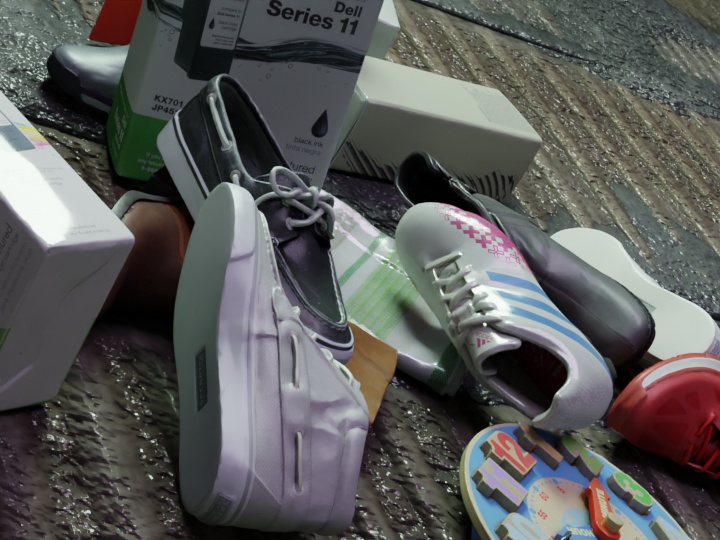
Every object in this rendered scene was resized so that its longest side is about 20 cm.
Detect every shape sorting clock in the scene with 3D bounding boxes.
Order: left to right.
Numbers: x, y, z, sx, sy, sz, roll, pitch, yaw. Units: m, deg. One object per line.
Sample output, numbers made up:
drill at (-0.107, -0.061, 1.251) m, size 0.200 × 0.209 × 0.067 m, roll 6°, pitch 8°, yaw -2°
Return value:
shape sorting clock at (0.146, 0.166, 1.143) m, size 0.199 × 0.039 × 0.200 m, roll 26°, pitch 26°, yaw -13°

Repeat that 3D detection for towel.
towel at (0.000, 0.000, 1.290) m, size 0.199 × 0.031 × 0.149 m, roll 33°, pitch 24°, yaw 3°

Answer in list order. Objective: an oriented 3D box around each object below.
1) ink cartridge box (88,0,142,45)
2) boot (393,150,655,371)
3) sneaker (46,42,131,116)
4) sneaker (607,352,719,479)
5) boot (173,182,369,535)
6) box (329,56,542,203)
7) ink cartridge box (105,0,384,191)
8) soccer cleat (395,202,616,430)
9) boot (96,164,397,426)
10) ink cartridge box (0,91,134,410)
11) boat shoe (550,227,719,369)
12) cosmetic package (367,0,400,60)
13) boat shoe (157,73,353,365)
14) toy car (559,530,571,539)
ink cartridge box at (-0.086, -0.212, 1.424) m, size 0.199 × 0.161 × 0.047 m, roll 8°, pitch 32°, yaw -41°
boot at (0.111, -0.003, 1.344) m, size 0.200 × 0.070 × 0.132 m, roll 35°, pitch 3°, yaw 34°
sneaker at (-0.128, -0.151, 1.349) m, size 0.199 × 0.088 × 0.075 m, roll 9°, pitch 33°, yaw -41°
sneaker at (0.269, 0.126, 1.317) m, size 0.199 × 0.079 × 0.116 m, roll 6°, pitch 34°, yaw -42°
boot at (-0.047, 0.052, 1.035) m, size 0.095 × 0.073 × 0.201 m, roll 15°, pitch 59°, yaw -27°
box at (0.046, -0.115, 1.510) m, size 0.199 × 0.069 × 0.082 m, roll 9°, pitch 33°, yaw -40°
ink cartridge box at (-0.074, -0.154, 1.252) m, size 0.146 × 0.201 × 0.083 m, roll 11°, pitch 25°, yaw -17°
soccer cleat at (0.083, 0.026, 1.225) m, size 0.200 × 0.070 × 0.086 m, roll 45°, pitch 29°, yaw 24°
boot at (-0.077, 0.037, 1.124) m, size 0.200 × 0.069 × 0.188 m, roll 40°, pitch 17°, yaw -1°
ink cartridge box at (-0.220, -0.034, 0.990) m, size 0.200 × 0.117 × 0.067 m, roll 45°, pitch 30°, yaw 26°
boat shoe at (0.209, 0.033, 1.429) m, size 0.200 × 0.072 × 0.069 m, roll 31°, pitch -20°, yaw 46°
cosmetic package at (-0.038, -0.236, 1.614) m, size 0.107 × 0.085 × 0.200 m, roll 23°, pitch 27°, yaw -17°
boat shoe at (-0.050, -0.032, 1.115) m, size 0.073 × 0.068 × 0.200 m, roll 13°, pitch 39°, yaw -48°
toy car at (0.006, 0.181, 0.758) m, size 0.158 × 0.201 × 0.164 m, roll 43°, pitch 26°, yaw 22°
